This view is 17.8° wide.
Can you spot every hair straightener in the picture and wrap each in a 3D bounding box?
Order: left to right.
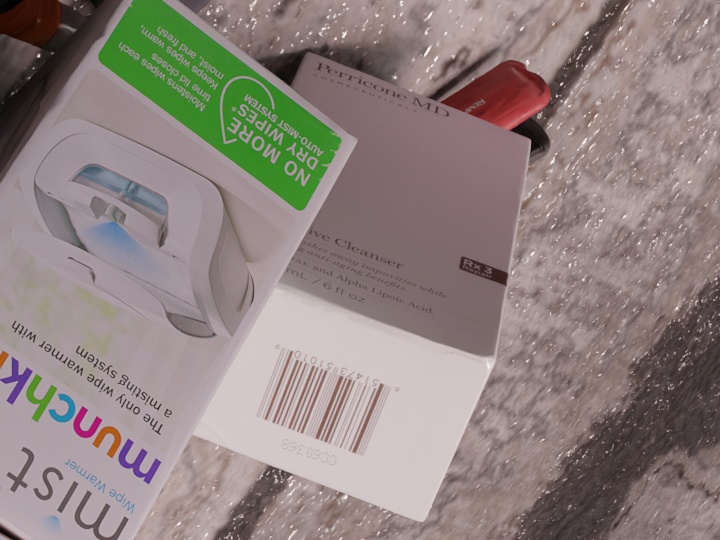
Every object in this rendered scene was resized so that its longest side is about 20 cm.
[{"bbox_3d":[0.010,-0.017,1.074,0.200,0.041,0.077,-38,147,-19],"label":"hair straightener"}]

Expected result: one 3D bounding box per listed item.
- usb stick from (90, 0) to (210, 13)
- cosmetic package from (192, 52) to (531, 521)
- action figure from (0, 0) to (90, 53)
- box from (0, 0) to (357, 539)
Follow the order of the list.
[{"bbox_3d":[-0.027,-0.162,0.875,0.200,0.033,0.056,-46,149,-7],"label":"usb stick"},{"bbox_3d":[0.000,0.000,0.921,0.200,0.112,0.082,-77,-172,-60],"label":"cosmetic package"},{"bbox_3d":[-0.117,-0.133,0.728,0.193,0.104,0.201,-20,142,-54],"label":"action figure"},{"bbox_3d":[-0.112,0.027,0.763,0.200,0.096,0.177,-30,-153,60],"label":"box"}]
